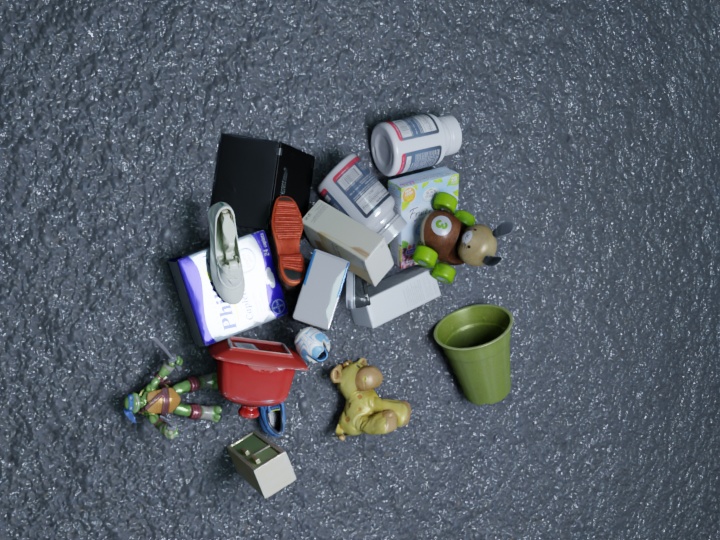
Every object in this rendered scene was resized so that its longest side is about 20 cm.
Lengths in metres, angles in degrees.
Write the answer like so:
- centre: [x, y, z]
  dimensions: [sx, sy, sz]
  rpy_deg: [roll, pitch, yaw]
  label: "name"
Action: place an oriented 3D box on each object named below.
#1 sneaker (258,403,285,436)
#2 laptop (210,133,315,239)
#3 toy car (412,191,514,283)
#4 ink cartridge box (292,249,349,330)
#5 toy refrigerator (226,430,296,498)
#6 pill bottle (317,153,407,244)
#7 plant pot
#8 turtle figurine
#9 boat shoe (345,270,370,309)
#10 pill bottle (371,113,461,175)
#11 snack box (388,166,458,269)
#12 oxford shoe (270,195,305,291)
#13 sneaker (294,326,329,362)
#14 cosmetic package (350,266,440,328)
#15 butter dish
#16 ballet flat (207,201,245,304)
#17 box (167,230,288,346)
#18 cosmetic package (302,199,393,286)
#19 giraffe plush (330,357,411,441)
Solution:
- centre: [-0.199, 0.259, 1.582]
  dimensions: [0.064, 0.078, 0.206]
  rpy_deg: [-13, 96, -24]
  label: "sneaker"
- centre: [-0.211, -0.181, 1.602]
  dimensions: [0.198, 0.113, 0.193]
  rpy_deg: [12, 86, -56]
  label: "laptop"
- centre: [0.242, -0.065, 1.619]
  dimensions: [0.157, 0.197, 0.168]
  rpy_deg: [35, 72, -41]
  label: "toy car"
- centre: [-0.084, 0.048, 1.559]
  dimensions: [0.082, 0.200, 0.148]
  rpy_deg: [18, 84, -2]
  label: "ink cartridge box"
- centre: [-0.209, 0.394, 1.510]
  dimensions: [0.075, 0.199, 0.072]
  rpy_deg: [-25, 102, -23]
  label: "toy refrigerator"
- centre: [0.008, -0.148, 1.628]
  dimensions: [0.119, 0.119, 0.201]
  rpy_deg: [-42, 92, -19]
  label: "pill bottle"
- centre: [0.295, 0.217, 1.794]
  dimensions: [0.197, 0.199, 0.194]
  rpy_deg: [-28, 117, -23]
  label: "plant pot"
- centre: [-0.356, 0.251, 1.447]
  dimensions: [0.191, 0.145, 0.201]
  rpy_deg: [5, 132, -44]
  label: "turtle figurine"
- centre: [0.000, 0.000, 1.643]
  dimensions: [0.055, 0.069, 0.204]
  rpy_deg: [-1, 54, 6]
  label: "boat shoe"
- centre: [0.134, -0.300, 1.710]
  dimensions: [0.196, 0.119, 0.123]
  rpy_deg: [-16, 98, -26]
  label: "pill bottle"
- centre: [0.148, -0.126, 1.724]
  dimensions: [0.165, 0.067, 0.205]
  rpy_deg: [-17, 119, -26]
  label: "snack box"
- centre: [-0.160, -0.057, 1.533]
  dimensions: [0.069, 0.073, 0.206]
  rpy_deg: [4, 67, -20]
  label: "oxford shoe"
- centre: [-0.095, 0.171, 1.577]
  dimensions: [0.071, 0.200, 0.073]
  rpy_deg: [-38, 76, -2]
  label: "sneaker"
- centre: [0.078, 0.060, 1.708]
  dimensions: [0.196, 0.101, 0.073]
  rpy_deg: [-23, 102, -24]
  label: "cosmetic package"
- centre: [-0.218, 0.224, 1.478]
  dimensions: [0.194, 0.200, 0.152]
  rpy_deg: [10, 93, -15]
  label: "butter dish"
- centre: [-0.262, -0.033, 1.433]
  dimensions: [0.068, 0.069, 0.206]
  rpy_deg: [-10, 95, -26]
  label: "ballet flat"
- centre: [-0.275, 0.035, 1.521]
  dimensions: [0.196, 0.104, 0.189]
  rpy_deg: [-21, 100, -25]
  label: "box"
- centre: [-0.029, -0.060, 1.584]
  dimensions: [0.071, 0.198, 0.106]
  rpy_deg: [-48, 146, -16]
  label: "cosmetic package"
- centre: [0.008, 0.284, 1.668]
  dimensions: [0.194, 0.172, 0.167]
  rpy_deg: [-13, 86, 8]
  label: "giraffe plush"
